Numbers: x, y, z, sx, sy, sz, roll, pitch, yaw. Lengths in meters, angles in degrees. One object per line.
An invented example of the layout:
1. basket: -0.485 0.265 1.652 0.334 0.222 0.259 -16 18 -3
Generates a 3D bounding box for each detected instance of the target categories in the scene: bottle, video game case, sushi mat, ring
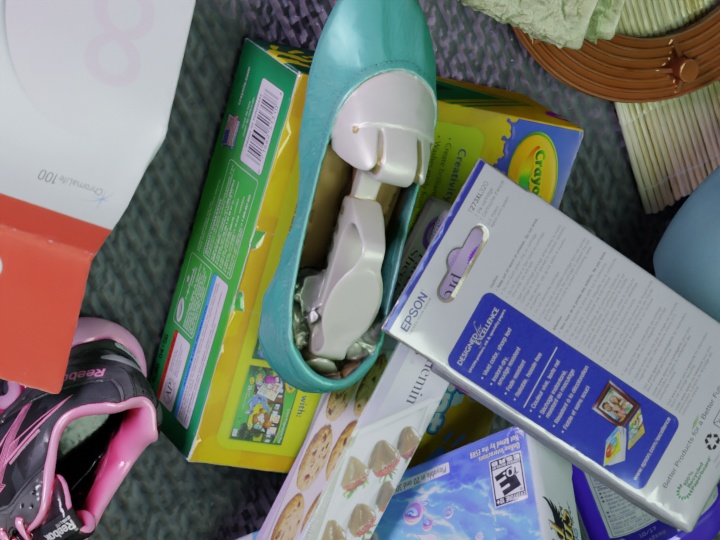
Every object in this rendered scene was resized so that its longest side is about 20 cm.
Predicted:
1. bottle: 0.132 0.070 1.501 0.083 0.065 0.201 -31 120 -14
2. video game case: 0.023 0.193 1.375 0.199 0.182 0.045 -25 148 28
3. sushi mat: 0.165 -0.133 1.470 0.095 0.012 0.201 -27 119 -15
4. ring: 0.157 -0.181 1.429 0.199 0.019 0.202 -10 112 -25

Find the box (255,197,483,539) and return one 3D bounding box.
1. box: 0.010 0.064 1.365 0.039 0.041 0.201 22 99 -31

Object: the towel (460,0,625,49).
1. towel: 0.058 -0.202 1.352 0.199 0.037 0.149 20 102 -16

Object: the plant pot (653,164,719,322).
1. plant pot: 0.250 0.009 1.466 0.160 0.201 0.201 -27 122 13

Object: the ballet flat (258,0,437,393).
1. ballet flat: 0.003 -0.034 1.306 0.067 0.070 0.201 6 106 -27

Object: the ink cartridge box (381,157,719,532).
1. ink cartridge box: 0.103 0.036 1.342 0.199 0.037 0.095 34 82 -25

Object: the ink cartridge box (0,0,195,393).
1. ink cartridge box: -0.170 -0.061 1.270 0.162 0.057 0.201 18 75 -31

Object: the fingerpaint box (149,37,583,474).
1. fingerpaint box: 0.000 0.000 1.402 0.166 0.073 0.201 9 105 -28

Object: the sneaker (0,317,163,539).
1. sneaker: -0.166 0.117 1.351 0.079 0.095 0.200 36 92 -34
